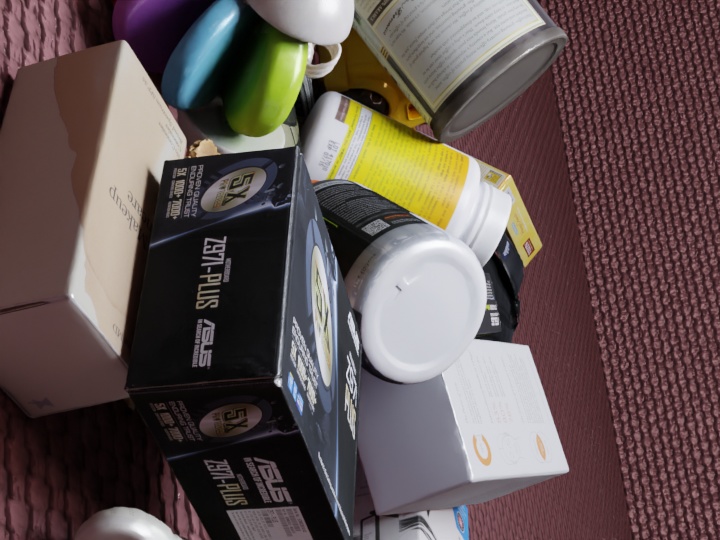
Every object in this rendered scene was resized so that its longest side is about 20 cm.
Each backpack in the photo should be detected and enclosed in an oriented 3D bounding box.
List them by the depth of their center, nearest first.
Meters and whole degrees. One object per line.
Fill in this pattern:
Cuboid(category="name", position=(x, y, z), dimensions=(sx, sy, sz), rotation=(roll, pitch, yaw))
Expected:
Cuboid(category="backpack", position=(0.107, 0.026, 1.539), dimensions=(0.200, 0.126, 0.168), rotation=(35, 68, -60))

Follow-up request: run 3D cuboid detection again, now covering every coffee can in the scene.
Cuboid(category="coffee can", position=(0.068, -0.238, 1.221), dimensions=(0.201, 0.146, 0.146), rotation=(53, 15, 8))

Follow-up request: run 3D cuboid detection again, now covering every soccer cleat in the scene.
Cuboid(category="soccer cleat", position=(-0.118, 0.182, 0.803), dimensions=(0.201, 0.069, 0.078), rotation=(68, 12, -49))

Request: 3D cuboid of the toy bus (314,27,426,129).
Cuboid(category="toy bus", position=(0.049, -0.194, 1.389), dimensions=(0.200, 0.190, 0.137), rotation=(76, 6, -60))

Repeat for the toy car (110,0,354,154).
Cuboid(category="toy car", position=(-0.107, -0.182, 0.974), dimensions=(0.149, 0.175, 0.201), rotation=(11, 42, -31))

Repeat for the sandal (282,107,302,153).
Cuboid(category="sandal", position=(-0.085, -0.135, 1.175), dimensions=(0.201, 0.057, 0.080), rotation=(-108, -172, -65))

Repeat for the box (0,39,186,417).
Cuboid(category="box", position=(-0.162, -0.027, 0.782), dimensions=(0.095, 0.077, 0.201), rotation=(61, 23, -46))

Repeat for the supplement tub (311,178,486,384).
Cuboid(category="supplement tub", position=(0.000, 0.000, 1.091), dimensions=(0.200, 0.122, 0.123), rotation=(34, -26, 53))

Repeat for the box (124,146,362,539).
Cuboid(category="box", position=(-0.059, 0.056, 0.815), dimensions=(0.201, 0.085, 0.165), rotation=(73, 15, -49))

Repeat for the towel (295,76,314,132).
Cuboid(category="towel", position=(-0.059, -0.251, 1.276), dimensions=(0.193, 0.034, 0.202), rotation=(83, 0, -63))

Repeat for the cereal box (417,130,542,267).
Cuboid(category="cereal box", position=(0.108, -0.093, 1.577), dimensions=(0.040, 0.199, 0.144), rotation=(-49, 143, -12))

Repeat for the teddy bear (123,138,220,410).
Cuboid(category="teddy bear", position=(-0.128, 0.011, 0.919), dimensions=(0.145, 0.066, 0.202), rotation=(23, 61, -59))

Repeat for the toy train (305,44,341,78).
Cuboid(category="toy train", position=(-0.074, -0.249, 1.128), dimensions=(0.056, 0.149, 0.202), rotation=(48, 37, -55))

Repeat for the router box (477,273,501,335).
Cuboid(category="router box", position=(0.037, 0.045, 1.262), dimensions=(0.200, 0.149, 0.063), rotation=(3, 75, -74))

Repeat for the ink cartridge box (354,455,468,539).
Cuboid(category="ink cartridge box", position=(0.042, 0.275, 1.217), dimensions=(0.146, 0.084, 0.201), rotation=(59, 23, -46))

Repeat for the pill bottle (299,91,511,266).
Cuboid(category="pill bottle", position=(0.034, -0.075, 1.247), dimensions=(0.110, 0.199, 0.109), rotation=(-62, -170, 20))

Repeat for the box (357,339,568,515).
Cuboid(category="box", position=(0.084, 0.134, 1.180), dimensions=(0.199, 0.097, 0.125), rotation=(11, 58, -59))
